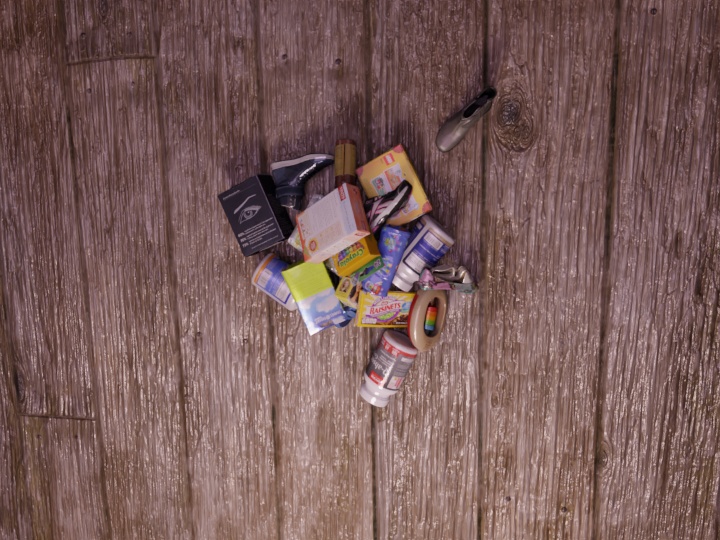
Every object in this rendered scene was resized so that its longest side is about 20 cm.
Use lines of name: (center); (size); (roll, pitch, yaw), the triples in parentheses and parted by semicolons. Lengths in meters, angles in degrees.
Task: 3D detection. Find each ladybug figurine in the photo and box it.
ladybug figurine: (0.184, 0.130, 1.494); (0.071, 0.134, 0.204); (13, 89, 47)

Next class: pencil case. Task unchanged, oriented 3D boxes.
pencil case: (0.065, -0.028, 1.416); (0.086, 0.078, 0.203); (23, 100, 10)

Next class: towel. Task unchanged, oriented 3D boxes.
towel: (-0.088, -0.102, 1.507); (0.198, 0.048, 0.173); (32, 87, -10)

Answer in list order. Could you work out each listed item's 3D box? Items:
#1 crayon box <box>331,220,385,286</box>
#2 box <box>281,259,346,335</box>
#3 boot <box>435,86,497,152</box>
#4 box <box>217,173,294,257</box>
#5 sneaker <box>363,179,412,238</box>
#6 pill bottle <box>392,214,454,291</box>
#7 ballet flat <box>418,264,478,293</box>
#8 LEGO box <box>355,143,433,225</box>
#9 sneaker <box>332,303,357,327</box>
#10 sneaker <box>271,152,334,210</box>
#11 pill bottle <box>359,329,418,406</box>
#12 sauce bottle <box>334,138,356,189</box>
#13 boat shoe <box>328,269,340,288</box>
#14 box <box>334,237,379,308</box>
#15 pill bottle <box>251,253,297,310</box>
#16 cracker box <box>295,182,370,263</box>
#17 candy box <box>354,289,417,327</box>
crayon box: (-0.025, -0.075, 1.401); (0.125, 0.051, 0.203); (-32, 71, 35)
box: (-0.129, 0.066, 1.480); (0.120, 0.048, 0.203); (-22, 105, 1)
boot: (0.272, -0.403, 1.387); (0.068, 0.131, 0.200); (46, 104, 2)
box: (-0.304, -0.164, 1.549); (0.146, 0.104, 0.203); (-22, 93, 17)
sneaker: (0.052, -0.173, 1.415); (0.086, 0.080, 0.200); (46, 100, 12)
pill bottle: (0.161, -0.046, 1.470); (0.115, 0.116, 0.201); (41, 104, 3)
ballet flat: (0.253, 0.020, 1.444); (0.196, 0.069, 0.072); (5, 120, -22)
LEGO box: (0.096, -0.229, 1.475); (0.147, 0.077, 0.203); (-26, 92, 14)
sneaker: (-0.007, 0.098, 1.534); (0.201, 0.073, 0.082); (-53, 53, 15)
sneaker: (-0.159, -0.253, 1.516); (0.199, 0.077, 0.149); (-9, 85, 22)
pill bottle: (0.080, 0.288, 1.535); (0.114, 0.116, 0.203); (27, 102, 6)
sauce bottle: (-0.044, -0.266, 1.480); (0.065, 0.066, 0.204); (1, 82, 11)
boat shoe: (-0.114, -0.023, 1.556); (0.071, 0.061, 0.204); (-19, 94, 13)
box: (0.000, 0.000, 1.483); (0.049, 0.075, 0.203); (15, 74, 33)
pill bottle: (-0.215, 0.047, 1.562); (0.198, 0.112, 0.113); (34, 103, 4)
cracker box: (-0.076, -0.119, 1.371); (0.198, 0.057, 0.136); (-28, 68, 37)
candy box: (0.082, 0.110, 1.500); (0.197, 0.026, 0.104); (3, 99, -26)
